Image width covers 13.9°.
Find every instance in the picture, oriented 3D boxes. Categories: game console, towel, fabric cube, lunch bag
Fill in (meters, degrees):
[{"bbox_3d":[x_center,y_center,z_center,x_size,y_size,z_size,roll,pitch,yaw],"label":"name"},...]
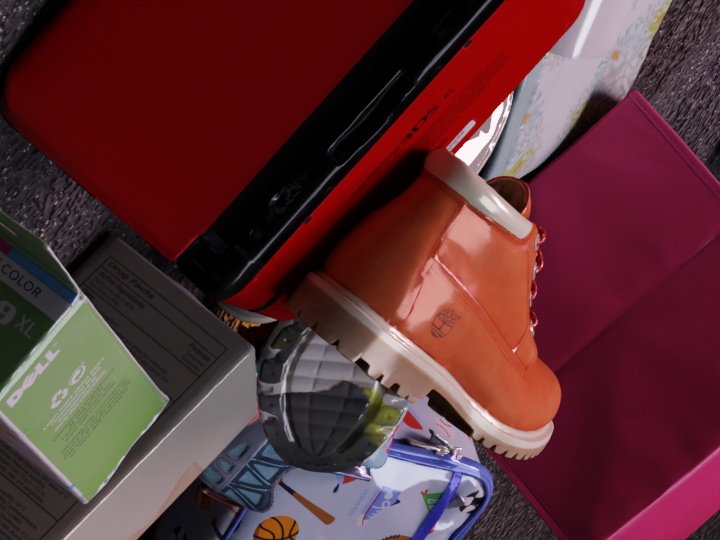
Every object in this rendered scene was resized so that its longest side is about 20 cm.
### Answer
[{"bbox_3d":[-0.024,-0.094,1.242,0.200,0.119,0.172,-47,164,7],"label":"game console"},{"bbox_3d":[0.120,-0.135,1.637,0.171,0.048,0.200,-28,149,-50],"label":"towel"},{"bbox_3d":[0.158,0.045,1.743,0.199,0.200,0.196,-40,166,4],"label":"fabric cube"},{"bbox_3d":[-0.022,0.144,1.641,0.160,0.076,0.200,16,124,-31],"label":"lunch bag"}]

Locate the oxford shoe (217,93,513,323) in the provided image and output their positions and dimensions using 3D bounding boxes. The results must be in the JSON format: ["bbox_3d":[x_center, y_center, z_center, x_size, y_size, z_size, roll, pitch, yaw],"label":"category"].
[{"bbox_3d":[0.005,-0.049,1.474,0.200,0.075,0.058,-41,171,-19],"label":"oxford shoe"}]

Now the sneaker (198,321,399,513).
[{"bbox_3d":[-0.004,0.052,1.517,0.200,0.096,0.079,-32,-160,14],"label":"sneaker"}]

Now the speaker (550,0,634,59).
[{"bbox_3d":[0.124,-0.206,1.454,0.081,0.081,0.200,-25,142,-54],"label":"speaker"}]

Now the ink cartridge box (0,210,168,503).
[{"bbox_3d":[-0.153,0.018,1.179,0.059,0.104,0.200,-51,161,-9],"label":"ink cartridge box"}]

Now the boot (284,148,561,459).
[{"bbox_3d":[0.055,0.016,1.314,0.107,0.075,0.200,-54,149,0],"label":"boot"}]

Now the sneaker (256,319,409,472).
[{"bbox_3d":[0.000,0.000,1.404,0.085,0.074,0.201,-75,178,-68],"label":"sneaker"}]

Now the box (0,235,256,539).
[{"bbox_3d":[-0.144,0.091,1.345,0.200,0.095,0.078,-44,161,-21],"label":"box"}]
